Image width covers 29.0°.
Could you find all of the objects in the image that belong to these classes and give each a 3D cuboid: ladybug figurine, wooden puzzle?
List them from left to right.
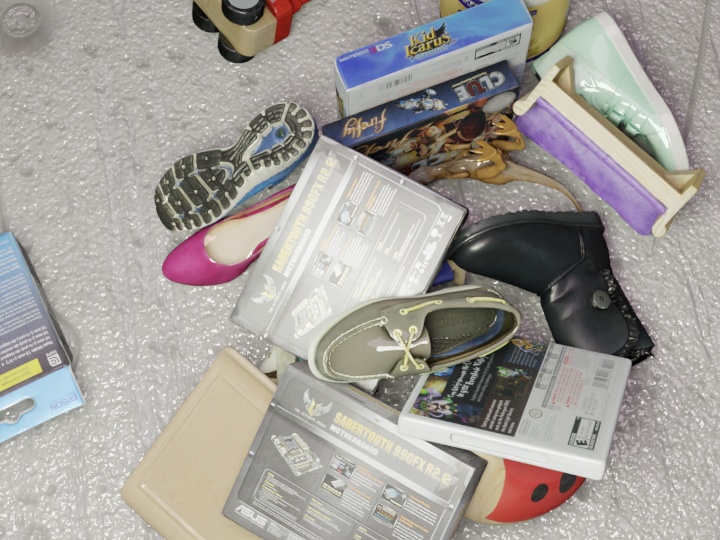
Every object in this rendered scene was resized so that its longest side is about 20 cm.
[{"bbox_3d":[-0.113,0.202,1.339,0.185,0.037,0.200,39,103,14],"label":"wooden puzzle"},{"bbox_3d":[0.154,0.168,1.310,0.199,0.072,0.137,-9,86,-37],"label":"ladybug figurine"}]

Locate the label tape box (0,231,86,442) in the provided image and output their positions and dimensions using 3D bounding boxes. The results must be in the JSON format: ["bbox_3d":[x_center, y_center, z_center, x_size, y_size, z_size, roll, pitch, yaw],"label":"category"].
[{"bbox_3d":[-0.374,0.082,1.405,0.143,0.066,0.201,-25,75,-8],"label":"label tape box"}]

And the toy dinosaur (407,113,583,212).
[{"bbox_3d":[0.150,-0.108,1.451,0.199,0.106,0.061,9,63,7],"label":"toy dinosaur"}]

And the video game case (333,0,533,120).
[{"bbox_3d":[0.072,-0.193,1.434,0.199,0.181,0.046,-20,70,-7],"label":"video game case"}]

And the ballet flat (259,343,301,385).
[{"bbox_3d":[-0.078,0.123,1.386,0.062,0.067,0.201,0,70,10],"label":"ballet flat"}]

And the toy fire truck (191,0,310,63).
[{"bbox_3d":[-0.103,-0.358,1.537,0.200,0.129,0.176,-33,72,-23],"label":"toy fire truck"}]

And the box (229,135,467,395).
[{"bbox_3d":[-0.011,-0.005,1.328,0.158,0.048,0.201,27,93,7],"label":"box"}]

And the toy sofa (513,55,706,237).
[{"bbox_3d":[0.246,-0.118,1.421,0.200,0.083,0.098,42,115,4],"label":"toy sofa"}]

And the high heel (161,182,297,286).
[{"bbox_3d":[-0.113,-0.042,1.428,0.199,0.096,0.068,-15,71,-5],"label":"high heel"}]

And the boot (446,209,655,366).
[{"bbox_3d":[0.192,0.028,1.381,0.199,0.076,0.169,-4,65,-34],"label":"boot"}]

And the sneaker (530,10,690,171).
[{"bbox_3d":[0.262,-0.162,1.486,0.118,0.074,0.201,-31,81,6],"label":"sneaker"}]

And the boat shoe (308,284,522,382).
[{"bbox_3d":[0.051,0.059,1.258,0.201,0.060,0.073,-14,106,-23],"label":"boat shoe"}]

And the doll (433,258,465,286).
[{"bbox_3d":[0.000,0.000,1.416,0.199,0.049,0.137,-11,39,-15],"label":"doll"}]

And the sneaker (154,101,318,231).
[{"bbox_3d":[-0.124,-0.100,1.463,0.199,0.089,0.079,-29,78,11],"label":"sneaker"}]

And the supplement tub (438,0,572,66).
[{"bbox_3d":[0.158,-0.317,1.467,0.144,0.200,0.146,0,70,1],"label":"supplement tub"}]

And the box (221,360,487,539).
[{"bbox_3d":[-0.008,0.196,1.257,0.199,0.048,0.159,27,99,17],"label":"box"}]

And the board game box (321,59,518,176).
[{"bbox_3d":[0.061,-0.140,1.440,0.199,0.136,0.035,-21,71,-6],"label":"board game box"}]

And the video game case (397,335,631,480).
[{"bbox_3d":[0.145,0.114,1.267,0.181,0.023,0.200,12,26,13],"label":"video game case"}]
